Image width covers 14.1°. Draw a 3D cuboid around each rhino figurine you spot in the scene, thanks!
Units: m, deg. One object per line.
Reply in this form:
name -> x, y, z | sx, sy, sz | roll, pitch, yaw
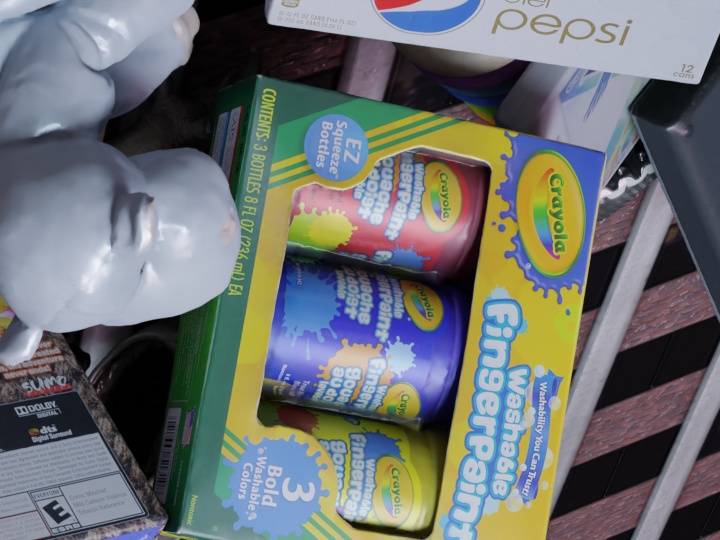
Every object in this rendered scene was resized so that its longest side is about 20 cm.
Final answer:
rhino figurine -> -0.110, -0.029, 1.356 | 0.200, 0.060, 0.087 | -47, 153, 17

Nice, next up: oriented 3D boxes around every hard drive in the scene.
hard drive -> 0.216, -0.065, 1.522 | 0.140, 0.033, 0.200 | -50, 141, -18

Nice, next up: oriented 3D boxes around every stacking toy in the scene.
stacking toy -> 0.070, -0.102, 1.423 | 0.085, 0.086, 0.200 | -35, 157, 1

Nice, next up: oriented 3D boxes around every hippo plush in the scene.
hippo plush -> -0.117, -0.062, 1.190 | 0.199, 0.161, 0.159 | 4, 134, -49

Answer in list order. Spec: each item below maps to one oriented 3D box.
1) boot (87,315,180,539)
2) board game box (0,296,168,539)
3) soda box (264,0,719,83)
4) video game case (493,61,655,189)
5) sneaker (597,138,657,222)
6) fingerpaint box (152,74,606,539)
boot -> -0.103, 0.086, 1.415 | 0.200, 0.072, 0.183 | -69, 179, -72
board game box -> -0.206, 0.074, 1.260 | 0.159, 0.201, 0.097 | -9, 144, -37
soda box -> 0.060, -0.139, 1.274 | 0.199, 0.064, 0.068 | 7, 138, -10
video game case -> 0.138, -0.118, 1.420 | 0.200, 0.022, 0.182 | -54, 163, -9
sneaker -> 0.086, -0.030, 1.559 | 0.199, 0.067, 0.091 | -30, 154, -1
fingerpaint box -> 0.007, 0.031, 1.281 | 0.166, 0.201, 0.073 | 12, 174, -16
